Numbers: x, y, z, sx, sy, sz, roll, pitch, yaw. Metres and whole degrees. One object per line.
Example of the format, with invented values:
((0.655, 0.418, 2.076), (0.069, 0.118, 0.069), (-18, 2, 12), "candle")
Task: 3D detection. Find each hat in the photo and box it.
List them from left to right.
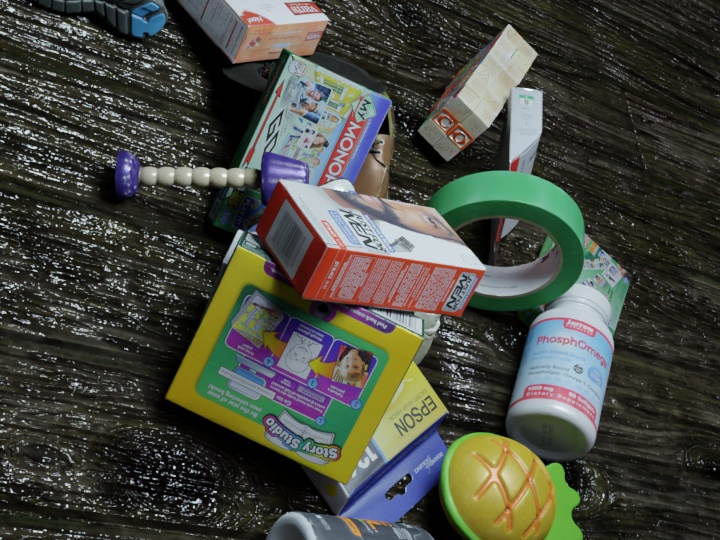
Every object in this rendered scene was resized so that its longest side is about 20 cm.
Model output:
((-0.068, -0.194, 1.531), (0.198, 0.082, 0.201), (8, 24, -4), "hat")

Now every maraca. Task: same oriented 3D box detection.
((0.167, 0.250, 1.428), (0.198, 0.107, 0.139), (20, 58, -29), "maraca")

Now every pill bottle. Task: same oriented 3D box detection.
((0.009, 0.295, 1.264), (0.198, 0.106, 0.107), (14, 54, -34), "pill bottle")
((0.245, 0.118, 1.571), (0.108, 0.109, 0.202), (34, 51, -18), "pill bottle")

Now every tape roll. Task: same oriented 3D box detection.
((0.167, -0.032, 1.552), (0.199, 0.200, 0.049), (28, 47, -23), "tape roll")

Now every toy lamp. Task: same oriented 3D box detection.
((-0.152, -0.097, 1.358), (0.197, 0.059, 0.059), (3, 53, 1), "toy lamp")

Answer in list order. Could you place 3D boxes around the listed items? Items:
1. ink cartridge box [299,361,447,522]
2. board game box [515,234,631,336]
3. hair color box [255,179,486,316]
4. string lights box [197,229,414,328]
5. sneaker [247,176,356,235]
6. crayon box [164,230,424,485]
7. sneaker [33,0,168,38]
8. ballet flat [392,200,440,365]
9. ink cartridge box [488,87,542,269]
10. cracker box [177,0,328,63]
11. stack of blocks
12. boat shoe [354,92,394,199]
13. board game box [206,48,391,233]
((0.008, 0.164, 1.399), (0.201, 0.047, 0.197), (53, 42, 4), "ink cartridge box")
((0.287, 0.033, 1.737), (0.134, 0.029, 0.201), (40, 44, -10), "board game box")
((0.011, -0.020, 1.256), (0.198, 0.064, 0.111), (9, 31, -40), "hair color box")
((-0.055, 0.049, 1.331), (0.198, 0.103, 0.059), (23, 39, -3), "string lights box")
((-0.014, -0.035, 1.379), (0.197, 0.081, 0.116), (25, 65, 5), "sneaker")
((-0.063, 0.086, 1.264), (0.198, 0.174, 0.058), (26, 17, -5), "crayon box")
((-0.310, -0.327, 1.455), (0.199, 0.073, 0.082), (24, 32, -34), "sneaker")
((0.062, 0.017, 1.461), (0.069, 0.069, 0.202), (-45, 127, -48), "ballet flat")
((0.197, -0.105, 1.660), (0.049, 0.162, 0.202), (5, 51, -1), "ink cartridge box")
((-0.149, -0.335, 1.557), (0.133, 0.058, 0.200), (-16, 57, -46), "cracker box")
((0.149, -0.229, 1.735), (0.059, 0.115, 0.201), (43, 44, -8), "stack of blocks")
((0.004, -0.139, 1.568), (0.071, 0.069, 0.202), (6, 46, -1), "boat shoe")
((-0.067, -0.122, 1.427), (0.133, 0.202, 0.029), (20, 11, -28), "board game box")
